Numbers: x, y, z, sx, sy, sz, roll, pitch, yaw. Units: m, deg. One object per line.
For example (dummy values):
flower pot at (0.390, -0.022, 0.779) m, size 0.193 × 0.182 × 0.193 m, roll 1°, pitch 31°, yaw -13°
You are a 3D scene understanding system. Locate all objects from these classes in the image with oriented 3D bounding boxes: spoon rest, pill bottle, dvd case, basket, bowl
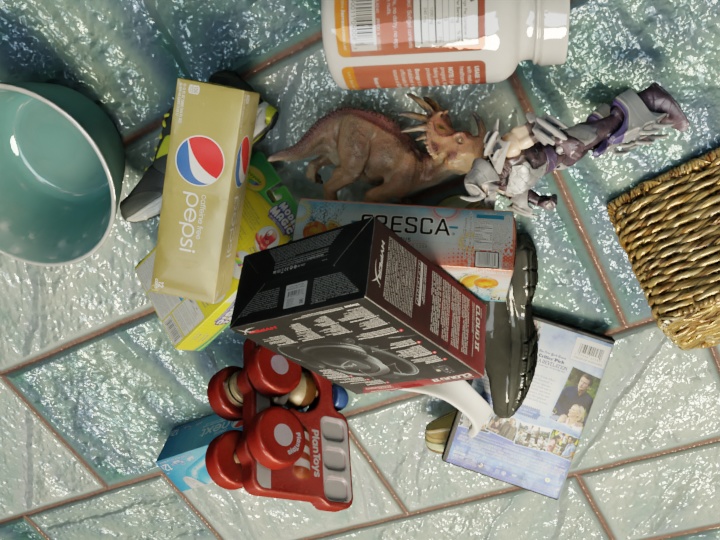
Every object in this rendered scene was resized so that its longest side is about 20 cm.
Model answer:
spoon rest at (0.064, 0.107, 0.817) m, size 0.200 × 0.099 × 0.061 m, roll 37°, pitch 163°, yaw 0°
pill bottle at (0.074, -0.216, 0.636) m, size 0.200 × 0.112 × 0.112 m, roll 0°, pitch 122°, yaw 10°
dvd case at (0.190, 0.149, 0.850) m, size 0.143 × 0.018 × 0.200 m, roll 18°, pitch 99°, yaw 6°
basket at (0.375, -0.028, 0.731) m, size 0.200 × 0.149 × 0.143 m, roll -29°, pitch 146°, yaw 25°
bowl at (-0.332, -0.115, 0.780) m, size 0.200 × 0.105 × 0.201 m, roll 4°, pitch 122°, yaw 7°

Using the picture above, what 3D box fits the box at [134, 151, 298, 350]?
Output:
box at (-0.142, -0.021, 0.788) m, size 0.200 × 0.048 × 0.117 m, roll -42°, pitch 65°, yaw 18°

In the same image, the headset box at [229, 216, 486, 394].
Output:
headset box at (0.010, 0.045, 0.662) m, size 0.149 × 0.077 × 0.200 m, roll -15°, pitch 147°, yaw 36°

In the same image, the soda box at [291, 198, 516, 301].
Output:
soda box at (0.040, -0.018, 0.684) m, size 0.200 × 0.064 × 0.068 m, roll 5°, pitch 153°, yaw 6°

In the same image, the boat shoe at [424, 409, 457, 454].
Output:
boat shoe at (0.167, 0.163, 0.896) m, size 0.200 × 0.072 × 0.076 m, roll -18°, pitch 105°, yaw 10°

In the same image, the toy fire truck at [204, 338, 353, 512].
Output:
toy fire truck at (-0.084, 0.178, 0.880) m, size 0.168 × 0.200 × 0.112 m, roll 22°, pitch 139°, yaw -36°

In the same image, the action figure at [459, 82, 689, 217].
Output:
action figure at (0.176, -0.104, 0.650) m, size 0.200 × 0.130 × 0.069 m, roll -24°, pitch 76°, yaw -9°

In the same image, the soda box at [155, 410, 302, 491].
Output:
soda box at (-0.171, 0.230, 0.993) m, size 0.200 × 0.068 × 0.064 m, roll -22°, pitch 116°, yaw 22°

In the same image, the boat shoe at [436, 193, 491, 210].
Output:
boat shoe at (0.081, 0.021, 0.756) m, size 0.073 × 0.063 × 0.201 m, roll 22°, pitch 96°, yaw -19°

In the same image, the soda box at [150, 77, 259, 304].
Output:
soda box at (-0.146, -0.074, 0.700) m, size 0.064 × 0.068 × 0.200 m, roll 11°, pitch 102°, yaw 3°

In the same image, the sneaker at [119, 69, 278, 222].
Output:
sneaker at (-0.179, -0.127, 0.766) m, size 0.200 × 0.074 × 0.085 m, roll -36°, pitch 96°, yaw 11°

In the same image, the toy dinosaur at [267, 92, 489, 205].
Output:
toy dinosaur at (0.018, -0.119, 0.713) m, size 0.200 × 0.086 × 0.136 m, roll 16°, pitch 123°, yaw -12°

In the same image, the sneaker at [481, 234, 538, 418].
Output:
sneaker at (0.147, 0.060, 0.808) m, size 0.091 × 0.076 × 0.200 m, roll 1°, pitch 94°, yaw 23°
